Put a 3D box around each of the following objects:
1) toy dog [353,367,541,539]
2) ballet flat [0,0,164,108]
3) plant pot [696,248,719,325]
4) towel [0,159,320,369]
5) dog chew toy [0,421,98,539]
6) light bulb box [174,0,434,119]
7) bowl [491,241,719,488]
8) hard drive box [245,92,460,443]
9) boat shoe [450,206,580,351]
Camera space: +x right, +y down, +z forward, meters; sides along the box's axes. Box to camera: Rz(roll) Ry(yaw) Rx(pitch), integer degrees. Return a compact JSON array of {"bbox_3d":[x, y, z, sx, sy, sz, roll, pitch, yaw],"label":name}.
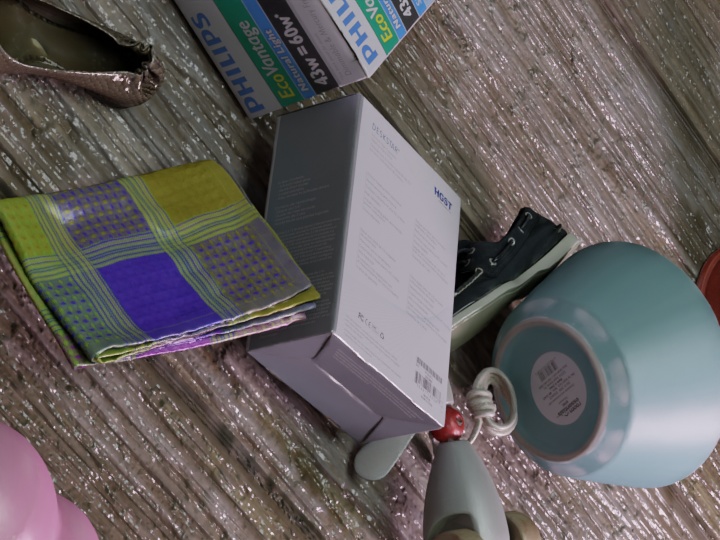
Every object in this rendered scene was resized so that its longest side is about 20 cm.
[{"bbox_3d":[0.056,0.163,1.577,0.131,0.096,0.201,23,47,-40],"label":"toy dog"},{"bbox_3d":[-0.206,-0.152,1.385,0.199,0.046,0.068,18,64,-45],"label":"ballet flat"},{"bbox_3d":[0.447,0.055,1.954,0.200,0.195,0.202,18,65,-45],"label":"plant pot"},{"bbox_3d":[-0.135,-0.009,1.382,0.199,0.023,0.144,-13,58,-40],"label":"towel"},{"bbox_3d":[-0.210,0.173,1.233,0.200,0.124,0.125,50,46,-38],"label":"dog chew toy"},{"bbox_3d":[-0.043,-0.255,1.543,0.199,0.124,0.200,57,43,-20],"label":"light bulb box"},{"bbox_3d":[0.179,0.084,1.645,0.105,0.200,0.202,-12,88,-43],"label":"bowl"},{"bbox_3d":[0.000,0.000,1.519,0.156,0.076,0.201,43,44,-45],"label":"hard drive box"},{"bbox_3d":[0.098,0.002,1.674,0.066,0.075,0.199,47,51,10],"label":"boat shoe"}]
